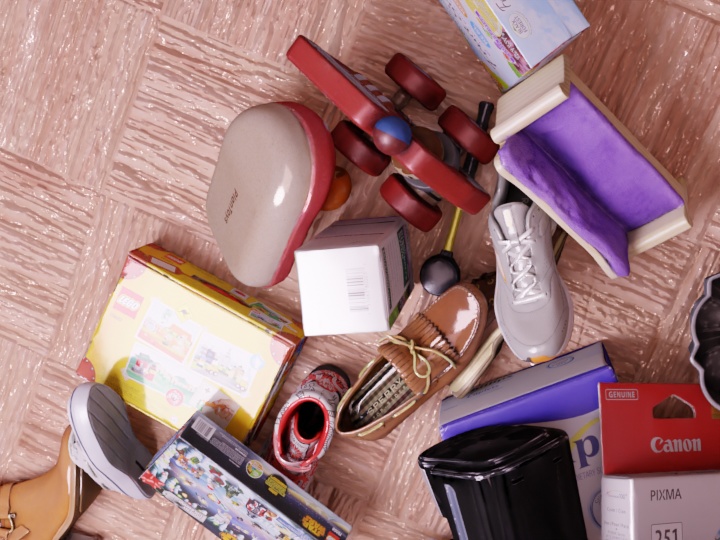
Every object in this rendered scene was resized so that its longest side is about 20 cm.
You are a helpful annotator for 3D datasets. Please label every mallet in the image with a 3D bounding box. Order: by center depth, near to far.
[{"bbox_3d":[0.102,-0.070,1.050,0.041,0.066,0.201,16,87,5],"label":"mallet"}]

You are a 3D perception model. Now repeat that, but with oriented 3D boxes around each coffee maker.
[{"bbox_3d":[0.155,0.245,0.920,0.191,0.135,0.201,-10,98,33],"label":"coffee maker"}]

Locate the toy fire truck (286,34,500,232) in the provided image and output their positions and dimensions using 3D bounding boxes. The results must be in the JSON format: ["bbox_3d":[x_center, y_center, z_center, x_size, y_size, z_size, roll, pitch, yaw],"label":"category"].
[{"bbox_3d":[0.030,-0.130,0.965,0.112,0.168,0.200,-48,65,14],"label":"toy fire truck"}]

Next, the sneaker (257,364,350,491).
[{"bbox_3d":[-0.077,0.199,1.085,0.067,0.108,0.202,28,103,4],"label":"sneaker"}]

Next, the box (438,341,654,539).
[{"bbox_3d":[0.197,0.202,1.042,0.183,0.105,0.201,-22,95,12],"label":"box"}]

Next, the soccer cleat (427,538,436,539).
[{"bbox_3d":[0.142,0.352,1.102,0.069,0.078,0.200,-46,110,0],"label":"soccer cleat"}]

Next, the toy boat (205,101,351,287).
[{"bbox_3d":[-0.067,-0.079,1.026,0.131,0.130,0.200,62,148,23],"label":"toy boat"}]

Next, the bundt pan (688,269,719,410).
[{"bbox_3d":[0.407,0.060,0.990,0.201,0.076,0.203,0,95,3],"label":"bundt pan"}]

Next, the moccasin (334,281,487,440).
[{"bbox_3d":[0.046,0.090,1.009,0.201,0.078,0.074,-43,69,23],"label":"moccasin"}]

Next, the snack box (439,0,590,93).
[{"bbox_3d":[0.116,-0.253,0.924,0.068,0.200,0.169,-35,92,4],"label":"snack box"}]

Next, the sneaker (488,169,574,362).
[{"bbox_3d":[0.147,-0.015,0.957,0.075,0.092,0.201,-13,62,20],"label":"sneaker"}]

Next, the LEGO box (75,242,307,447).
[{"bbox_3d":[-0.177,0.085,1.098,0.199,0.077,0.149,29,103,4],"label":"LEGO box"}]

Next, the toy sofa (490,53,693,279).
[{"bbox_3d":[0.213,-0.090,0.946,0.200,0.098,0.083,39,130,-24],"label":"toy sofa"}]

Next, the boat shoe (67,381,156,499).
[{"bbox_3d":[-0.276,0.188,1.091,0.066,0.074,0.200,-2,138,12],"label":"boat shoe"}]

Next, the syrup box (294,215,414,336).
[{"bbox_3d":[0.000,0.000,0.990,0.081,0.200,0.079,-4,100,11],"label":"syrup box"}]

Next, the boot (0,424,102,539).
[{"bbox_3d":[-0.374,0.255,1.166,0.154,0.074,0.201,8,99,12],"label":"boot"}]

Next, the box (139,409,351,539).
[{"bbox_3d":[-0.123,0.241,1.075,0.200,0.040,0.137,38,141,-5],"label":"box"}]

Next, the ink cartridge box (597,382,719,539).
[{"bbox_3d":[0.310,0.194,0.971,0.199,0.045,0.177,4,82,-31],"label":"ink cartridge box"}]

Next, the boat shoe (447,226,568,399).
[{"bbox_3d":[0.133,0.033,1.039,0.067,0.072,0.200,36,100,9],"label":"boat shoe"}]
